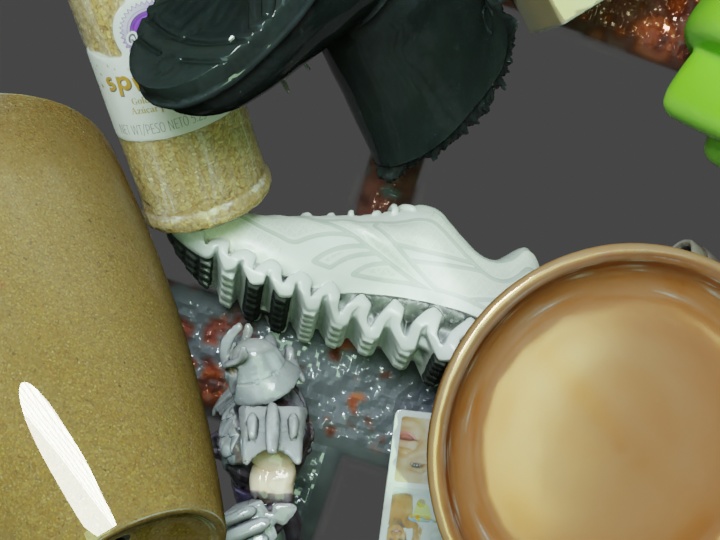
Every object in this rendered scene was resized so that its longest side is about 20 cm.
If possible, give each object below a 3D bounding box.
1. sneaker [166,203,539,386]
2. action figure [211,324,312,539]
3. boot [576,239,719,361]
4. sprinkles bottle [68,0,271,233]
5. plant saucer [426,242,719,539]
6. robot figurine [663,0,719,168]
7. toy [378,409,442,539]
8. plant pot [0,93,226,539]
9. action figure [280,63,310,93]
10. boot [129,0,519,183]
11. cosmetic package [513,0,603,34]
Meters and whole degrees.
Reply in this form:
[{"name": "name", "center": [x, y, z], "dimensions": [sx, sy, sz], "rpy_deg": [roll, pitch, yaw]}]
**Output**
[{"name": "sneaker", "center": [0.000, 0.000, 0.838], "dimensions": [0.199, 0.075, 0.082], "rpy_deg": [20, 74, -6]}, {"name": "action figure", "center": [-0.048, 0.118, 0.799], "dimensions": [0.069, 0.130, 0.201], "rpy_deg": [-1, 114, 9]}, {"name": "boot", "center": [0.141, 0.088, 0.843], "dimensions": [0.200, 0.070, 0.147], "rpy_deg": [-42, 111, -19]}, {"name": "sprinkles bottle", "center": [-0.098, -0.118, 0.757], "dimensions": [0.068, 0.068, 0.201], "rpy_deg": [-19, 118, -4]}, {"name": "plant saucer", "center": [0.127, 0.087, 0.793], "dimensions": [0.198, 0.037, 0.202], "rpy_deg": [0, 92, -8]}, {"name": "robot figurine", "center": [0.243, -0.136, 0.821], "dimensions": [0.200, 0.116, 0.175], "rpy_deg": [-51, 125, -2]}, {"name": "toy", "center": [0.063, 0.180, 0.864], "dimensions": [0.114, 0.047, 0.202], "rpy_deg": [7, 94, -7]}, {"name": "plant pot", "center": [-0.145, 0.059, 0.719], "dimensions": [0.186, 0.187, 0.200], "rpy_deg": [-36, 60, -2]}, {"name": "action figure", "center": [-0.083, -0.173, 0.809], "dimensions": [0.130, 0.069, 0.201], "rpy_deg": [-36, 111, -9]}, {"name": "boot", "center": [-0.007, -0.106, 0.766], "dimensions": [0.199, 0.073, 0.163], "rpy_deg": [-56, 140, -23]}, {"name": "cosmetic package", "center": [0.087, -0.231, 0.819], "dimensions": [0.105, 0.071, 0.201], "rpy_deg": [-32, 97, -3]}]
